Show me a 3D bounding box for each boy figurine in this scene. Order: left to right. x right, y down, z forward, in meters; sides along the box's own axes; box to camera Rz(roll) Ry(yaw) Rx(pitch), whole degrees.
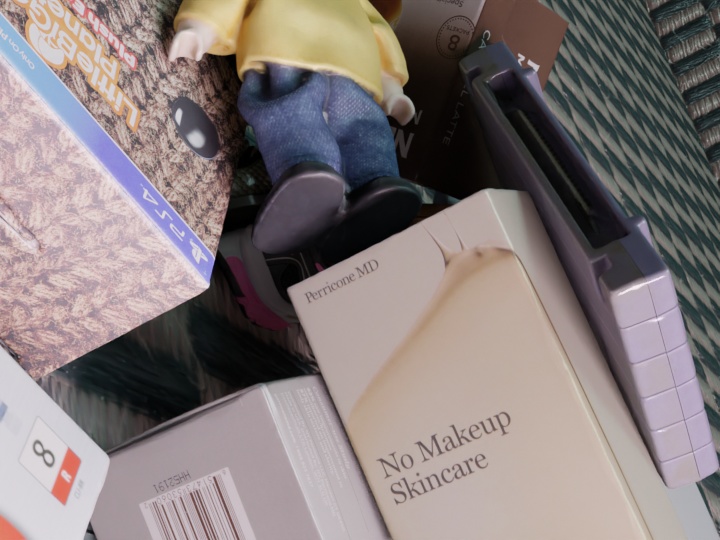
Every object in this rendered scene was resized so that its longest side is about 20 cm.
[{"bbox_3d":[-0.035,-0.102,0.609,0.124,0.064,0.200,6,51,-32],"label":"boy figurine"}]

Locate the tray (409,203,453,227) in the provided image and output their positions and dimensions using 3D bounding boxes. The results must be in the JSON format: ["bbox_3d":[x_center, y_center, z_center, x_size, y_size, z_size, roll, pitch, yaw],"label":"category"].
[{"bbox_3d":[0.052,0.065,0.712,0.037,0.099,0.200,-16,103,-34],"label":"tray"}]

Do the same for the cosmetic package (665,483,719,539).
[{"bbox_3d":[0.186,0.249,0.895,0.200,0.123,0.200,2,65,-66],"label":"cosmetic package"}]

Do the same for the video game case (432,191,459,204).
[{"bbox_3d":[0.063,0.007,0.843,0.181,0.045,0.200,-83,-179,-55],"label":"video game case"}]

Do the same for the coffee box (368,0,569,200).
[{"bbox_3d":[0.001,-0.119,0.744,0.200,0.115,0.080,24,6,39],"label":"coffee box"}]

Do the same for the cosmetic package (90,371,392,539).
[{"bbox_3d":[-0.026,0.098,0.614,0.090,0.107,0.200,67,20,7],"label":"cosmetic package"}]

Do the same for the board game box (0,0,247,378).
[{"bbox_3d":[-0.137,-0.086,0.580,0.159,0.097,0.200,51,25,-29],"label":"board game box"}]

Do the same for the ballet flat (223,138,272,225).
[{"bbox_3d":[-0.036,-0.054,0.819,0.200,0.067,0.046,-2,75,-59],"label":"ballet flat"}]

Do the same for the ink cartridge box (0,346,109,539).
[{"bbox_3d":[-0.172,0.055,0.412,0.200,0.050,0.162,56,23,-27],"label":"ink cartridge box"}]

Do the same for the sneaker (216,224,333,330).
[{"bbox_3d":[0.000,0.000,0.805,0.200,0.086,0.080,2,65,-66],"label":"sneaker"}]

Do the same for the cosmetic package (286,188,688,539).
[{"bbox_3d":[0.061,0.076,0.555,0.200,0.103,0.073,65,20,7],"label":"cosmetic package"}]

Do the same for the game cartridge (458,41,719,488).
[{"bbox_3d":[0.104,-0.008,0.607,0.130,0.038,0.200,60,5,-38],"label":"game cartridge"}]
